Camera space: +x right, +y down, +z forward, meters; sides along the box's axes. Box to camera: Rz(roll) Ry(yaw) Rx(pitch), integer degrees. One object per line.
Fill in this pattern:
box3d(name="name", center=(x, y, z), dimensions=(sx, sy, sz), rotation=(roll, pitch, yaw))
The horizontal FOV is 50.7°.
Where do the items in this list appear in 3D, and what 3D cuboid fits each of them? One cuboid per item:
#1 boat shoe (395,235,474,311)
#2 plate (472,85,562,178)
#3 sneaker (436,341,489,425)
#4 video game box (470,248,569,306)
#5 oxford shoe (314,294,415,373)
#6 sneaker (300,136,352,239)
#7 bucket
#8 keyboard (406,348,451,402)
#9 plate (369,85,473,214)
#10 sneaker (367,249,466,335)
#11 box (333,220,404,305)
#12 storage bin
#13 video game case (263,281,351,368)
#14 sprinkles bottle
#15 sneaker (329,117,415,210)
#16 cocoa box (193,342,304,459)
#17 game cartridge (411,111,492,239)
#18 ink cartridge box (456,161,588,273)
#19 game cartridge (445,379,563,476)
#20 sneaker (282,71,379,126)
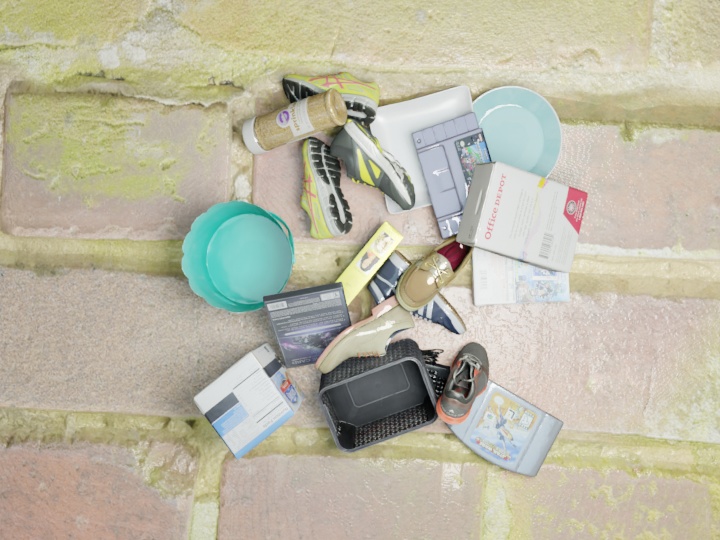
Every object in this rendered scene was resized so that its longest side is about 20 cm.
box3d(name="boat shoe", center=(0.137, -0.006, 1.363), dimensions=(0.074, 0.066, 0.200), rotation=(45, 55, 1))
box3d(name="plate", center=(0.279, -0.243, 1.430), dimensions=(0.195, 0.026, 0.205), rotation=(0, 92, 9))
box3d(name="sneaker", center=(0.195, 0.185, 1.357), dimensions=(0.076, 0.201, 0.083), rotation=(19, 129, 10))
box3d(name="video game box", center=(0.296, -0.039, 1.426), dimensions=(0.178, 0.047, 0.205), rotation=(-2, 89, 3))
box3d(name="oxford shoe", center=(0.008, 0.128, 1.348), dimensions=(0.199, 0.071, 0.074), rotation=(-37, 79, 1))
box3d(name="sneaker", center=(-0.083, -0.151, 1.418), dimensions=(0.089, 0.077, 0.204), rotation=(-25, 70, 37))
box3d(name="bucket", center=(-0.215, -0.025, 1.395), dimensions=(0.202, 0.135, 0.212), rotation=(0, 90, 1))
box3d(name="keyboard", center=(0.086, 0.189, 1.432), dimensions=(0.196, 0.040, 0.106), rotation=(12, 90, 1))
box3d(name="plate", center=(0.128, -0.224, 1.429), dimensions=(0.195, 0.032, 0.205), rotation=(-12, 90, 9))
box3d(name="sneaker", center=(0.100, 0.070, 1.419), dimensions=(0.109, 0.070, 0.200), rotation=(-44, 92, 6))
box3d(name="box", center=(0.000, 0.000, 1.421), dimensions=(0.050, 0.075, 0.201), rotation=(39, 89, 0))
box3d(name="storage bin", center=(0.032, 0.227, 1.384), dimensions=(0.196, 0.094, 0.138), rotation=(-21, 105, 6))
box3d(name="video game case", center=(-0.086, 0.103, 1.376), dimensions=(0.140, 0.202, 0.019), rotation=(-10, 49, 1))
box3d(name="sprinkles bottle", center=(-0.122, -0.272, 1.392), dimensions=(0.197, 0.068, 0.070), rotation=(-14, 88, 27))
box3d(name="sneaker", center=(0.023, -0.184, 1.401), dimensions=(0.084, 0.074, 0.201), rotation=(-40, 87, 21))
box3d(name="cocoa box", center=(-0.192, 0.227, 1.358), dimensions=(0.133, 0.200, 0.132), rotation=(-37, 89, 0))
box3d(name="game cartridge", center=(0.181, -0.174, 1.391), dimensions=(0.127, 0.038, 0.204), rotation=(-17, 91, 13))
box3d(name="ink cartridge box", center=(0.285, -0.093, 1.337), dimensions=(0.196, 0.085, 0.151), rotation=(16, 90, -17))
box3d(name="game cartridge", center=(0.266, 0.295, 1.428), dimensions=(0.197, 0.042, 0.135), rotation=(29, 86, 2))
box3d(name="sneaker", center=(-0.052, -0.337, 1.434), dimensions=(0.196, 0.079, 0.092), rotation=(18, 60, 9))
